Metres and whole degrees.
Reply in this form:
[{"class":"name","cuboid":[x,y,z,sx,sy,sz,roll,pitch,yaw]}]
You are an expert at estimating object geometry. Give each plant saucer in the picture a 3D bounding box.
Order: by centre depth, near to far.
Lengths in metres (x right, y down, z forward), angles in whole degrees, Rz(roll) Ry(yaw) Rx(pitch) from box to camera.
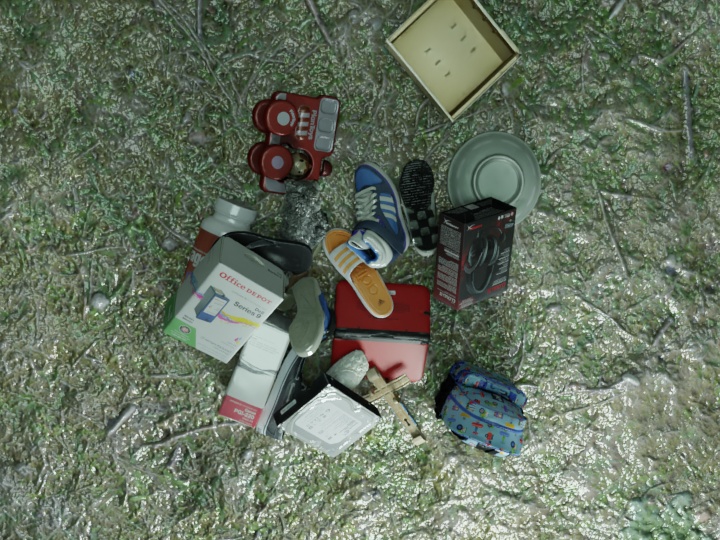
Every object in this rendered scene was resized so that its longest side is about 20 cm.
[{"class":"plant saucer","cuboid":[0.274,-0.179,1.727,0.196,0.050,0.204,0,97,-3]}]

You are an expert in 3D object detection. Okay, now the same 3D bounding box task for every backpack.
[{"class":"backpack","cuboid":[0.250,0.283,1.708,0.180,0.200,0.137,22,96,-5]}]

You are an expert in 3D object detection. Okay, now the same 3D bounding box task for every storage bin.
[{"class":"storage bin","cuboid":[0.181,-0.432,1.666,0.198,0.094,0.200,-42,98,2]}]

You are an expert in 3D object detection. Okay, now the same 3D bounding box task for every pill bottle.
[{"class":"pill bottle","cuboid":[-0.274,-0.036,1.678,0.110,0.112,0.203,19,95,-6]}]

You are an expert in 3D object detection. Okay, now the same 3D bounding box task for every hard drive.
[{"class":"hard drive","cuboid":[-0.062,0.292,1.697,0.139,0.038,0.200,-39,137,10]}]

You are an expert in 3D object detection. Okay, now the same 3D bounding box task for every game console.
[{"class":"game console","cuboid":[0.040,0.125,1.766,0.196,0.119,0.175,4,66,-5]}]

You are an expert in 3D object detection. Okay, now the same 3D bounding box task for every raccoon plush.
[{"class":"raccoon plush","cuboid":[-0.119,-0.077,1.635,0.095,0.134,0.204,8,73,7]}]

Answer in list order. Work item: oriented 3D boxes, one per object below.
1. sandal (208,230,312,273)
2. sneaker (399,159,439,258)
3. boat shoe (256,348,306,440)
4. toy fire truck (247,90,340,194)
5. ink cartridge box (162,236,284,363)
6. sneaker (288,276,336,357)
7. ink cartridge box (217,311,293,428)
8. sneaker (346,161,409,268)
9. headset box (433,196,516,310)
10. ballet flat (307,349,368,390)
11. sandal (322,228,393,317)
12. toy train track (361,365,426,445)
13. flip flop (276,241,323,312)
[{"class":"sandal","cuboid":[-0.188,-0.031,1.601,0.196,0.043,0.077,1,112,-3]},{"class":"sneaker","cuboid":[0.118,-0.120,1.718,0.073,0.089,0.204,-5,73,2]},{"class":"boat shoe","cuboid":[-0.139,0.242,1.720,0.067,0.072,0.203,21,75,11]},{"class":"toy fire truck","cuboid":[-0.125,-0.248,1.671,0.165,0.112,0.204,4,98,-23]},{"class":"ink cartridge box","cuboid":[-0.251,0.056,1.577,0.144,0.088,0.200,31,118,-26]},{"class":"sneaker","cuboid":[-0.088,0.115,1.651,0.076,0.202,0.112,-19,127,8]},{"class":"ink cartridge box","cuboid":[-0.203,0.188,1.693,0.083,0.146,0.203,20,96,-4]},{"class":"sneaker","cuboid":[0.016,-0.104,1.661,0.080,0.146,0.203,-19,97,37]},{"class":"headset box","cuboid":[0.222,-0.025,1.675,0.147,0.077,0.204,-17,120,-36]},{"class":"ballet flat","cuboid":[-0.055,0.245,1.730,0.200,0.072,0.072,-42,98,17]},{"class":"sandal","cuboid":[0.007,-0.004,1.703,0.079,0.059,0.208,-35,86,-24]},{"class":"toy train track","cuboid":[0.073,0.286,1.767,0.114,0.033,0.201,-29,106,20]},{"class":"flip flop","cuboid":[-0.129,-0.013,1.716,0.080,0.058,0.202,29,93,-9]}]
